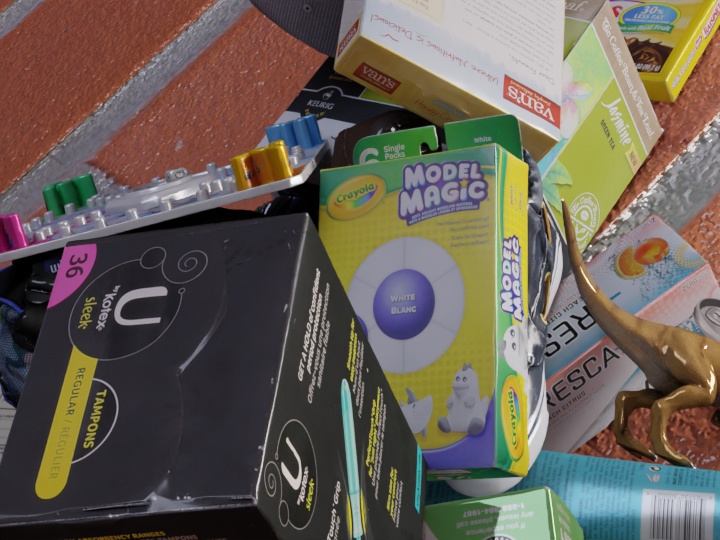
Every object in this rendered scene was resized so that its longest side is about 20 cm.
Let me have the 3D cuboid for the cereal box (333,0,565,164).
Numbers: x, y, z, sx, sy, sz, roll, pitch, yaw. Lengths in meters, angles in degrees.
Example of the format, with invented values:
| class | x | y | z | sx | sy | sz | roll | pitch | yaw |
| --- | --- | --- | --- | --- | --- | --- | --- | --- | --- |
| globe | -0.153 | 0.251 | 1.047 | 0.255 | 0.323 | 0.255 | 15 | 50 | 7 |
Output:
| class | x | y | z | sx | sy | sz | roll | pitch | yaw |
| --- | --- | --- | --- | --- | --- | --- | --- | --- | --- |
| cereal box | 0.061 | -0.171 | 0.988 | 0.040 | 0.143 | 0.202 | -44 | 27 | 44 |

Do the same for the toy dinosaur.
| class | x | y | z | sx | sy | sz | roll | pitch | yaw |
| --- | --- | --- | --- | --- | --- | --- | --- | --- | --- |
| toy dinosaur | 0.179 | 0.055 | 0.919 | 0.198 | 0.060 | 0.107 | 26 | 81 | 1 |

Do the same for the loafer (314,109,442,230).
| class | x | y | z | sx | sy | sz | roll | pitch | yaw |
| --- | --- | --- | --- | --- | --- | --- | --- | --- | --- |
| loafer | 0.000 | 0.000 | 0.981 | 0.071 | 0.072 | 0.202 | 15 | 91 | 53 |

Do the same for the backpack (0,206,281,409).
| class | x | y | z | sx | sy | sz | roll | pitch | yaw |
| --- | --- | --- | --- | --- | --- | --- | --- | --- | --- |
| backpack | -0.131 | 0.044 | 0.947 | 0.181 | 0.149 | 0.200 | -14 | 14 | -24 |

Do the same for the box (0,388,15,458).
| class | x | y | z | sx | sy | sz | roll | pitch | yaw |
| --- | --- | --- | --- | --- | --- | --- | --- | --- | --- |
| box | -0.178 | 0.112 | 1.094 | 0.127 | 0.109 | 0.201 | 0 | 51 | 31 |

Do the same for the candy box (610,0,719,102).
| class | x | y | z | sx | sy | sz | roll | pitch | yaw |
| --- | --- | --- | --- | --- | --- | --- | --- | --- | --- |
| candy box | 0.171 | -0.179 | 1.210 | 0.198 | 0.027 | 0.103 | 11 | 54 | 40 |

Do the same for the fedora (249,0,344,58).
| class | x | y | z | sx | sy | sz | roll | pitch | yaw |
| --- | --- | --- | --- | --- | --- | --- | --- | --- | --- |
| fedora | -0.028 | -0.216 | 1.072 | 0.090 | 0.200 | 0.177 | -45 | 5 | 26 |

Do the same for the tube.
| class | x | y | z | sx | sy | sz | roll | pitch | yaw |
| --- | --- | --- | --- | --- | --- | --- | --- | --- | --- |
| tube | 0.113 | 0.131 | 0.885 | 0.197 | 0.051 | 0.078 | 4 | 53 | 16 |

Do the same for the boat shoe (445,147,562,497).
| class | x | y | z | sx | sy | sz | roll | pitch | yaw |
| --- | --- | --- | --- | --- | --- | --- | --- | --- | --- |
| boat shoe | 0.072 | 0.024 | 0.910 | 0.070 | 0.091 | 0.202 | -2 | 49 | 19 |

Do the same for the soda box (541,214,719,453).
| class | x | y | z | sx | sy | sz | roll | pitch | yaw |
| --- | --- | --- | --- | --- | --- | --- | --- | --- | --- |
| soda box | 0.128 | 0.058 | 0.973 | 0.199 | 0.069 | 0.064 | -36 | 40 | -1 |

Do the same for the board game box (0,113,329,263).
| class | x | y | z | sx | sy | sz | roll | pitch | yaw |
| --- | --- | --- | --- | --- | --- | --- | --- | --- | --- |
| board game box | -0.124 | -0.053 | 0.971 | 0.198 | 0.026 | 0.200 | -14 | 10 | 6 |

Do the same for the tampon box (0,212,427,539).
| class | x | y | z | sx | sy | sz | roll | pitch | yaw |
| --- | --- | --- | --- | --- | --- | --- | --- | --- | --- |
| tampon box | -0.059 | 0.099 | 0.727 | 0.125 | 0.201 | 0.151 | -7 | 48 | 18 |

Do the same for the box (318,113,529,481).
| class | x | y | z | sx | sy | sz | roll | pitch | yaw |
| --- | --- | --- | --- | --- | --- | --- | --- | --- | --- |
| box | 0.034 | 0.013 | 0.872 | 0.116 | 0.048 | 0.203 | -7 | 72 | 29 |

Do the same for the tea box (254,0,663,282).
| class | x | y | z | sx | sy | sz | roll | pitch | yaw |
| --- | --- | --- | --- | --- | --- | --- | --- | --- | --- |
| tea box | 0.068 | -0.089 | 1.107 | 0.199 | 0.134 | 0.197 | 18 | 62 | 43 |

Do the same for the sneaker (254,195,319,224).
| class | x | y | z | sx | sy | sz | roll | pitch | yaw |
| --- | --- | --- | --- | --- | --- | --- | --- | --- | --- |
| sneaker | -0.057 | -0.002 | 1.122 | 0.199 | 0.078 | 0.076 | -2 | 66 | 51 |

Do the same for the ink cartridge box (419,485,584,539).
| class | x | y | z | sx | sy | sz | roll | pitch | yaw |
| --- | --- | --- | --- | --- | --- | --- | --- | --- | --- |
| ink cartridge box | 0.048 | 0.227 | 0.799 | 0.144 | 0.084 | 0.202 | -12 | 61 | 14 |
